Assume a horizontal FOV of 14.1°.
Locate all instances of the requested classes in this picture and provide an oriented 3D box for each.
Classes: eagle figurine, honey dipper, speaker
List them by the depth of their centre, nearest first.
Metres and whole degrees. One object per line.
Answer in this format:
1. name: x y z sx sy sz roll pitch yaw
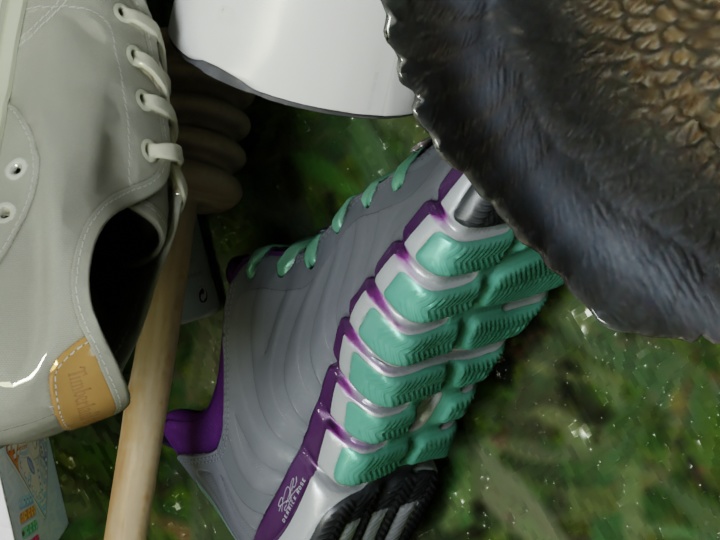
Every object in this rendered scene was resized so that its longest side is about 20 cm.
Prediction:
1. eagle figurine: 0.094 -0.050 0.710 0.200 0.152 0.151 36 77 4
2. speaker: 0.007 -0.147 0.774 0.081 0.081 0.201 24 113 25
3. honey dipper: -0.059 0.030 0.830 0.038 0.038 0.201 -3 72 32

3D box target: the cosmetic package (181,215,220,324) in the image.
1. cosmetic package: -0.151 -0.041 0.917 0.199 0.052 0.152 -11 92 33

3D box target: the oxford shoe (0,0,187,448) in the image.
1. oxford shoe: -0.073 -0.038 0.783 0.057 0.201 0.075 0 145 10

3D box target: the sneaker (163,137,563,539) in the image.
1. sneaker: 0.000 0.000 0.821 0.088 0.074 0.201 43 119 25

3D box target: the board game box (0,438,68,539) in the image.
1. board game box: -0.198 -0.004 0.822 0.199 0.043 0.200 -3 112 16
